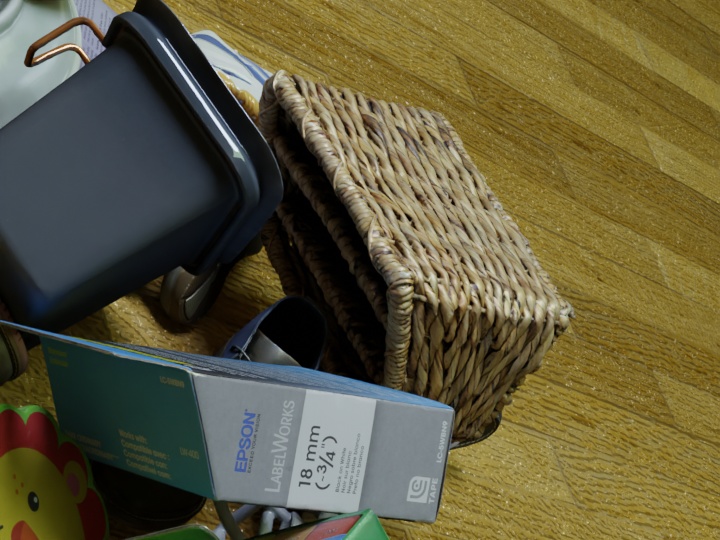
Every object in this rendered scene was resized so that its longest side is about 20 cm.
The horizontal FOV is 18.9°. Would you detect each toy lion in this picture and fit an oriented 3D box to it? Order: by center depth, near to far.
[{"bbox_3d":[-0.175,0.142,0.979,0.192,0.069,0.200,54,32,-45],"label":"toy lion"}]

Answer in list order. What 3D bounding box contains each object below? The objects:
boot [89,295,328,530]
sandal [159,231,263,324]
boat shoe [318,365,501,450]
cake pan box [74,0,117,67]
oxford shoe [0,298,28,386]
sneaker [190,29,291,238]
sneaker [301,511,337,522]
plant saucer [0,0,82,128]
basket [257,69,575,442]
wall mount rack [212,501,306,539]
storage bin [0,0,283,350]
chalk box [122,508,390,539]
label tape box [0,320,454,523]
[{"bbox_3d":[-0.083,0.071,1.196,0.075,0.097,0.200,39,23,4],"label":"boot"},{"bbox_3d":[-0.093,-0.036,1.377,0.054,0.080,0.200,19,33,10],"label":"sandal"},{"bbox_3d":[0.022,0.093,1.404,0.200,0.067,0.057,20,34,-41],"label":"boat shoe"},{"bbox_3d":[-0.182,-0.109,1.324,0.184,0.052,0.200,42,27,-29],"label":"cake pan box"},{"bbox_3d":[-0.248,0.003,1.068,0.200,0.071,0.074,46,56,-27],"label":"oxford shoe"},{"bbox_3d":[-0.052,-0.093,1.504,0.200,0.075,0.088,44,26,-23],"label":"sneaker"},{"bbox_3d":[-0.017,0.108,1.233,0.079,0.074,0.200,48,-17,5],"label":"sneaker"},{"bbox_3d":[-0.241,-0.157,1.190,0.200,0.050,0.200,17,50,-21],"label":"plant saucer"},{"bbox_3d":[0.000,0.000,1.289,0.149,0.143,0.200,11,38,-43],"label":"basket"},{"bbox_3d":[-0.037,0.210,1.151,0.200,0.075,0.174,47,22,-14],"label":"wall mount rack"},{"bbox_3d":[-0.147,-0.044,1.120,0.146,0.134,0.200,55,-20,2],"label":"storage bin"},{"bbox_3d":[-0.040,0.198,1.016,0.124,0.124,0.200,-43,110,-47],"label":"chalk box"},{"bbox_3d":[-0.077,0.073,1.058,0.200,0.144,0.063,11,89,-37],"label":"label tape box"}]
